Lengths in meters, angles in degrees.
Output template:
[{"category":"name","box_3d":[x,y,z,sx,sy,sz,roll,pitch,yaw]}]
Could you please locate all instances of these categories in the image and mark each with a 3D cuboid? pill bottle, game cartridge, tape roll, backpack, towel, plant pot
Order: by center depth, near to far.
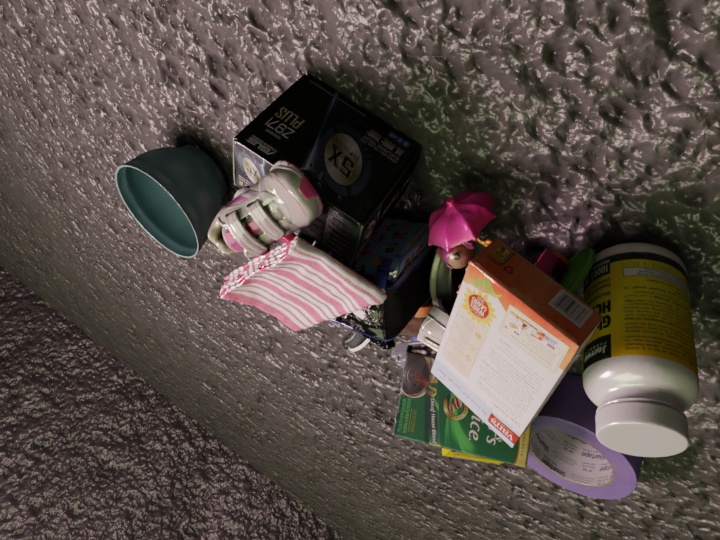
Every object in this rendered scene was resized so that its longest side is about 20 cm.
[{"category":"pill bottle","box_3d":[0.297,0.083,0.586,0.108,0.205,0.114,11,147,7]},{"category":"towel","box_3d":[-0.077,0.029,0.690,0.144,0.031,0.197,30,148,-30]},{"category":"backpack","box_3d":[0.000,0.000,0.811,0.194,0.182,0.139,14,123,29]},{"category":"tape roll","box_3d":[0.347,0.267,0.875,0.195,0.086,0.204,27,145,20]},{"category":"game cartridge","box_3d":[0.160,0.152,0.887,0.131,0.043,0.196,28,153,-35]},{"category":"plant pot","box_3d":[-0.336,-0.147,1.021,0.196,0.135,0.204,26,144,20]}]

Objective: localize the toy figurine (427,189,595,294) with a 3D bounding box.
[{"category":"toy figurine","box_3d":[0.161,-0.012,0.692,0.183,0.150,0.201,40,152,7]}]

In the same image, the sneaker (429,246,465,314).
[{"category":"sneaker","box_3d":[0.162,0.032,0.810,0.102,0.076,0.204,8,138,21]}]

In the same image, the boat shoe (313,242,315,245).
[{"category":"boat shoe","box_3d":[-0.047,-0.020,0.957,0.070,0.071,0.206,19,134,43]}]

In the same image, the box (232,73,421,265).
[{"category":"box","box_3d":[-0.044,-0.138,0.718,0.197,0.165,0.087,34,148,8]}]

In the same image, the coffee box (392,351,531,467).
[{"category":"coffee box","box_3d":[0.151,0.197,0.791,0.192,0.128,0.044,11,174,11]}]

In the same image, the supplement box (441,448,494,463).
[{"category":"supplement box","box_3d":[0.196,0.254,0.908,0.105,0.113,0.201,5,160,7]}]

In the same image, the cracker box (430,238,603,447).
[{"category":"cracker box","box_3d":[0.160,0.086,0.604,0.133,0.057,0.204,40,143,26]}]

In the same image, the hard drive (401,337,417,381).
[{"category":"hard drive","box_3d":[0.149,0.191,1.034,0.129,0.026,0.203,29,145,16]}]

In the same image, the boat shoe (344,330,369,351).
[{"category":"boat shoe","box_3d":[0.019,0.087,1.005,0.060,0.076,0.199,41,135,-7]}]

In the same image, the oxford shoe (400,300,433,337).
[{"category":"oxford shoe","box_3d":[0.025,0.075,0.897,0.192,0.071,0.076,7,112,17]}]

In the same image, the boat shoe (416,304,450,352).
[{"category":"boat shoe","box_3d":[0.158,0.130,0.744,0.198,0.071,0.071,37,-175,27]}]

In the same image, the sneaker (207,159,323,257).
[{"category":"sneaker","box_3d":[-0.118,-0.060,0.650,0.082,0.089,0.197,49,146,-17]}]

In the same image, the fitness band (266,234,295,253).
[{"category":"fitness band","box_3d":[-0.144,-0.005,1.091,0.141,0.038,0.204,4,131,46]}]

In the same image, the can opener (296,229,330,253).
[{"category":"can opener","box_3d":[-0.044,-0.066,0.770,0.052,0.203,0.068,25,143,3]}]
